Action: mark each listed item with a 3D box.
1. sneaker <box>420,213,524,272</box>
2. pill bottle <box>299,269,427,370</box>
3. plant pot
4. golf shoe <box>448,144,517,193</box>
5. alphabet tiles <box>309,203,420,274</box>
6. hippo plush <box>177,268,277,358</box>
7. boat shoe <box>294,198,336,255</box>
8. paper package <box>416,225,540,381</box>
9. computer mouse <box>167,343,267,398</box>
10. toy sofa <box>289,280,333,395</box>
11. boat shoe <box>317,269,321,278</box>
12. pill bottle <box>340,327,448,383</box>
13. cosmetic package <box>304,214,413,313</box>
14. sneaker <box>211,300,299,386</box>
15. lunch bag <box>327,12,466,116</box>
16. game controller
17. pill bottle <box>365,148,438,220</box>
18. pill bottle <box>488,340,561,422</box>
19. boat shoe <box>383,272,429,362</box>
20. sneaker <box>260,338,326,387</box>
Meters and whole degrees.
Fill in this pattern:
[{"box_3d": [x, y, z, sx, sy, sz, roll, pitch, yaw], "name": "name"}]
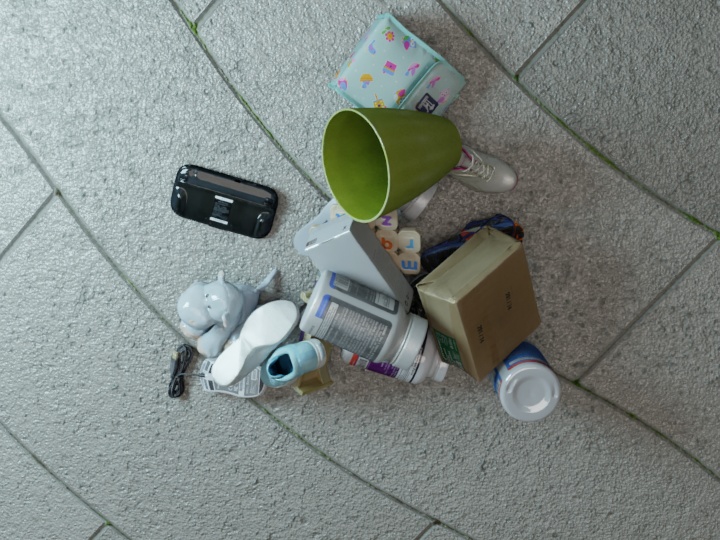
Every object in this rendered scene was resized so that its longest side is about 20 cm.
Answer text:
[{"box_3d": [0.205, -0.048, 1.666, 0.199, 0.079, 0.076, -19, 125, -1], "name": "sneaker"}, {"box_3d": [0.007, 0.088, 1.510, 0.199, 0.114, 0.114, 24, 101, -6], "name": "pill bottle"}, {"box_3d": [0.067, -0.195, 1.492, 0.199, 0.187, 0.188, -18, 104, -33], "name": "plant pot"}, {"box_3d": [0.199, -0.190, 1.629, 0.199, 0.092, 0.076, 20, 99, -5], "name": "golf shoe"}, {"box_3d": [0.009, -0.039, 1.587, 0.199, 0.015, 0.196, 3, 131, 8], "name": "alphabet tiles"}, {"box_3d": [-0.251, 0.085, 1.633, 0.199, 0.161, 0.160, -9, 86, 3], "name": "hippo plush"}, {"box_3d": [-0.040, -0.093, 1.621, 0.200, 0.057, 0.069, -31, 87, 32], "name": "boat shoe"}, {"box_3d": [0.215, 0.060, 1.589, 0.190, 0.103, 0.201, -38, 130, -22], "name": "paper package"}, {"box_3d": [-0.276, 0.207, 1.736, 0.199, 0.044, 0.110, 7, 97, 4], "name": "computer mouse"}, {"box_3d": [-0.091, 0.123, 1.653, 0.097, 0.083, 0.201, 36, 124, 34], "name": "toy sofa"}, {"box_3d": [0.017, 0.028, 1.683, 0.201, 0.074, 0.065, 29, 105, 1], "name": "boat shoe"}, {"box_3d": [0.068, 0.147, 1.686, 0.199, 0.112, 0.113, 17, 101, -4], "name": "pill bottle"}, {"box_3d": [0.000, 0.000, 1.562, 0.101, 0.074, 0.200, -20, 120, 26], "name": "cosmetic package"}, {"box_3d": [-0.185, 0.132, 1.622, 0.200, 0.088, 0.075, -43, 73, 4], "name": "sneaker"}, {"box_3d": [0.070, -0.333, 1.586, 0.200, 0.122, 0.171, 37, 96, -15], "name": "lunch bag"}, {"box_3d": [-0.258, -0.129, 1.673, 0.199, 0.042, 0.105, 17, 115, -3], "name": "game controller"}, {"box_3d": [0.038, -0.183, 1.618, 0.200, 0.112, 0.113, 36, 99, -7], "name": "pill bottle"}, {"box_3d": [0.298, 0.194, 1.649, 0.111, 0.200, 0.113, 0, 104, -1], "name": "pill bottle"}, {"box_3d": [0.090, 0.082, 1.623, 0.068, 0.057, 0.200, 33, 67, 3], "name": "boat shoe"}, {"box_3d": [-0.146, 0.170, 1.600, 0.082, 0.200, 0.074, -10, 74, -38], "name": "sneaker"}]
